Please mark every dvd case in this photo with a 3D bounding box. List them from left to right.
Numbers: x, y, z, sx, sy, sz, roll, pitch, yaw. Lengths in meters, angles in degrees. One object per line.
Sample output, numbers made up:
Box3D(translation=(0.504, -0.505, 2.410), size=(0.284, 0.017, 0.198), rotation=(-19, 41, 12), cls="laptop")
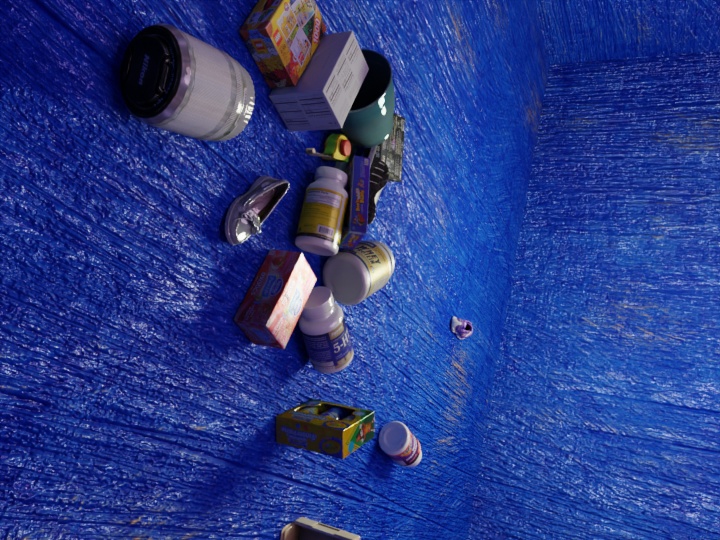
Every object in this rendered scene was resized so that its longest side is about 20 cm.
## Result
Box3D(translation=(0.022, -0.325, 1.714), size=(0.143, 0.017, 0.204), rotation=(131, -22, -67), cls="dvd case")

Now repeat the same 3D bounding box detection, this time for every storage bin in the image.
Box3D(translation=(-0.106, 0.762, 1.548), size=(0.093, 0.196, 0.204), rotation=(10, 85, -62), cls="storage bin")

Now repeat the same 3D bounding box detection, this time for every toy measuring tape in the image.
Box3D(translation=(-0.079, -0.322, 1.564), size=(0.199, 0.072, 0.076), rotation=(-5, 99, -62), cls="toy measuring tape")

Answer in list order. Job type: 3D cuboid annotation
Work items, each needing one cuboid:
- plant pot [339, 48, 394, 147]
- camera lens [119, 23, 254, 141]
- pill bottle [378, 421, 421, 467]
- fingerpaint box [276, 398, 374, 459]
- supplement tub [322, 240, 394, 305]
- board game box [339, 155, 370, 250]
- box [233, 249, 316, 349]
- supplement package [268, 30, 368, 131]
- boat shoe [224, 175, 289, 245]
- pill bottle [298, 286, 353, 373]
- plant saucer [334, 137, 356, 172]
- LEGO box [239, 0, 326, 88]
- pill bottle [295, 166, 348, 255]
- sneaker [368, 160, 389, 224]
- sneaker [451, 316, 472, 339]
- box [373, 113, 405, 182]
Box3D(translation=(0.003, -0.430, 1.589), size=(0.189, 0.196, 0.204), rotation=(62, 41, -60), cls="plant pot")
Box3D(translation=(-0.299, -0.318, 1.055), size=(0.199, 0.157, 0.164), rotation=(2, 93, -61), cls="camera lens")
Box3D(translation=(0.144, 0.603, 2.083), size=(0.201, 0.109, 0.113), rotation=(55, 48, -50), cls="pill bottle")
Box3D(translation=(-0.086, 0.390, 1.526), size=(0.166, 0.196, 0.075), rotation=(-10, 102, -60), cls="fingerpaint box")
Box3D(translation=(0.000, 0.000, 1.682), size=(0.199, 0.142, 0.148), rotation=(-30, 120, -57), cls="supplement tub")
Box3D(translation=(-0.017, -0.172, 1.575), size=(0.135, 0.044, 0.205), rotation=(133, -39, -67), cls="board game box")
Box3D(translation=(-0.190, 0.064, 1.388), size=(0.203, 0.093, 0.103), rotation=(-66, 147, -31), cls="box")
Box3D(translation=(-0.094, -0.440, 1.423), size=(0.111, 0.153, 0.203), rotation=(56, 47, -46), cls="supplement package")
Box3D(translation=(-0.226, -0.134, 1.320), size=(0.203, 0.063, 0.075), rotation=(-58, 141, -40), cls="boat shoe")
Box3D(translation=(-0.093, 0.150, 1.559), size=(0.120, 0.117, 0.203), rotation=(-52, 138, -45), cls="pill bottle")
Box3D(translation=(-0.050, -0.271, 1.679), size=(0.070, 0.019, 0.204), rotation=(39, 61, -57), cls="plant saucer")
Box3D(translation=(-0.167, -0.534, 1.353), size=(0.150, 0.076, 0.203), rotation=(59, 44, -48), cls="LEGO box")
Box3D(translation=(-0.091, -0.148, 1.521), size=(0.112, 0.110, 0.205), rotation=(32, 67, -59), cls="pill bottle")
Box3D(translation=(0.024, -0.225, 1.767), size=(0.079, 0.073, 0.204), rotation=(165, -54, -77), cls="sneaker")
Box3D(translation=(0.454, 0.256, 2.639), size=(0.199, 0.082, 0.083), rotation=(29, 70, -61), cls="sneaker")
Box3D(translation=(0.083, -0.383, 1.882), size=(0.159, 0.043, 0.205), rotation=(-4, 98, -62), cls="box")
